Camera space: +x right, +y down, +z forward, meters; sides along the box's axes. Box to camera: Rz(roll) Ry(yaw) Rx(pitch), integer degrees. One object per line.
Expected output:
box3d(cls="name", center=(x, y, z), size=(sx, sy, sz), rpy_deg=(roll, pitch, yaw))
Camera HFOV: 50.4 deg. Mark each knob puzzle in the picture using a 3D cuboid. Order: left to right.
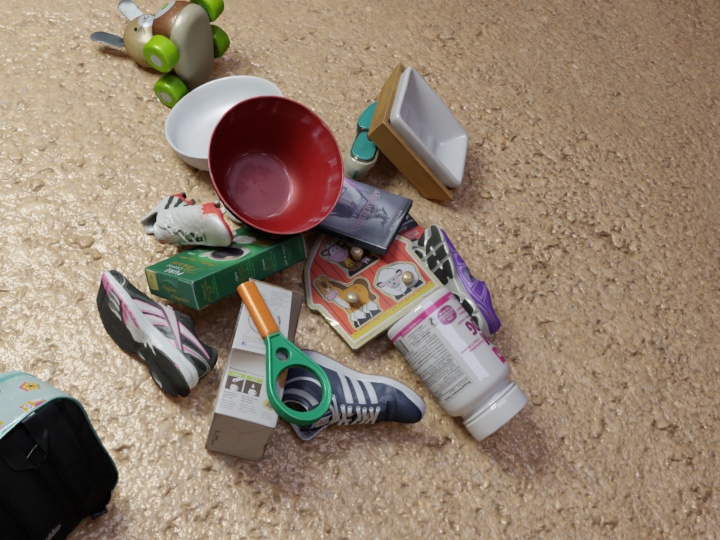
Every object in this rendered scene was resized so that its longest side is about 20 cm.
box3d(cls="knob puzzle", center=(0.000, 0.000, 1.168), size=(0.217, 0.031, 0.222), rpy_deg=(-1, 57, 1))

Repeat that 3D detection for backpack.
box3d(cls="backpack", center=(-0.370, 0.207, 0.812), size=(0.152, 0.201, 0.176), rpy_deg=(28, 51, 22))

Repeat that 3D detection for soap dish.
box3d(cls="soap dish", center=(0.101, -0.233, 1.322), size=(0.200, 0.081, 0.159), rpy_deg=(43, 44, -32))

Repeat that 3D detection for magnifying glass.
box3d(cls="magnifying glass", center=(-0.102, 0.101, 0.956), size=(0.079, 0.022, 0.201), rpy_deg=(-17, 67, -32))

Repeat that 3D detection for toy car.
box3d(cls="toy car", center=(-0.351, -0.402, 1.295), size=(0.198, 0.158, 0.165), rpy_deg=(24, 61, 13))

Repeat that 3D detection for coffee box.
box3d(cls="coffee box", center=(-0.188, -0.010, 1.078), size=(0.122, 0.044, 0.199), rpy_deg=(12, 29, 40))
box3d(cls="coffee box", center=(-0.138, 0.129, 1.004), size=(0.079, 0.115, 0.202), rpy_deg=(16, 53, -9))

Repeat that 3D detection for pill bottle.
box3d(cls="pill bottle", center=(0.140, 0.134, 1.094), size=(0.113, 0.113, 0.201), rpy_deg=(-33, 80, -35))

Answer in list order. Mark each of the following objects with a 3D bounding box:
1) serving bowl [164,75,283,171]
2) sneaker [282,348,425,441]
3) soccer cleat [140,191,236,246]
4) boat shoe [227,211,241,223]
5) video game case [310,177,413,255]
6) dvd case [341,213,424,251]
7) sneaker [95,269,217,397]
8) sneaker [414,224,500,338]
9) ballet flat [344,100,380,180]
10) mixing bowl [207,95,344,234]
box3d(cls="serving bowl", center=(-0.212, -0.228, 1.241), size=(0.197, 0.066, 0.202), rpy_deg=(-6, 49, 7))
box3d(cls="sneaker", center=(-0.015, 0.187, 1.027), size=(0.198, 0.071, 0.109), rpy_deg=(21, 41, 4))
box3d(cls="soccer cleat", center=(-0.246, -0.062, 1.087), size=(0.085, 0.069, 0.199), rpy_deg=(-35, 34, -24))
box3d(cls="boat shoe", center=(-0.151, -0.158, 1.237), size=(0.071, 0.061, 0.202), rpy_deg=(29, 51, 4))
box3d(cls="video game case", center=(-0.029, -0.101, 1.229), size=(0.198, 0.019, 0.143), rpy_deg=(19, 42, 11))
box3d(cls="dvd case", center=(0.080, 0.002, 1.232), size=(0.145, 0.022, 0.200), rpy_deg=(-28, 68, -33))
box3d(cls="sneaker", center=(-0.272, 0.078, 1.030), size=(0.200, 0.080, 0.086), rpy_deg=(49, 42, 8))
box3d(cls="sneaker", center=(0.152, 0.021, 1.199), size=(0.083, 0.081, 0.202), rpy_deg=(-8, 66, -44))
box3d(cls="ballet flat", center=(0.015, -0.227, 1.346), size=(0.069, 0.070, 0.201), rpy_deg=(26, 46, 0))
box3d(cls="mixing bowl", center=(-0.133, -0.139, 1.110), size=(0.198, 0.108, 0.203), rpy_deg=(5, 78, -22))
